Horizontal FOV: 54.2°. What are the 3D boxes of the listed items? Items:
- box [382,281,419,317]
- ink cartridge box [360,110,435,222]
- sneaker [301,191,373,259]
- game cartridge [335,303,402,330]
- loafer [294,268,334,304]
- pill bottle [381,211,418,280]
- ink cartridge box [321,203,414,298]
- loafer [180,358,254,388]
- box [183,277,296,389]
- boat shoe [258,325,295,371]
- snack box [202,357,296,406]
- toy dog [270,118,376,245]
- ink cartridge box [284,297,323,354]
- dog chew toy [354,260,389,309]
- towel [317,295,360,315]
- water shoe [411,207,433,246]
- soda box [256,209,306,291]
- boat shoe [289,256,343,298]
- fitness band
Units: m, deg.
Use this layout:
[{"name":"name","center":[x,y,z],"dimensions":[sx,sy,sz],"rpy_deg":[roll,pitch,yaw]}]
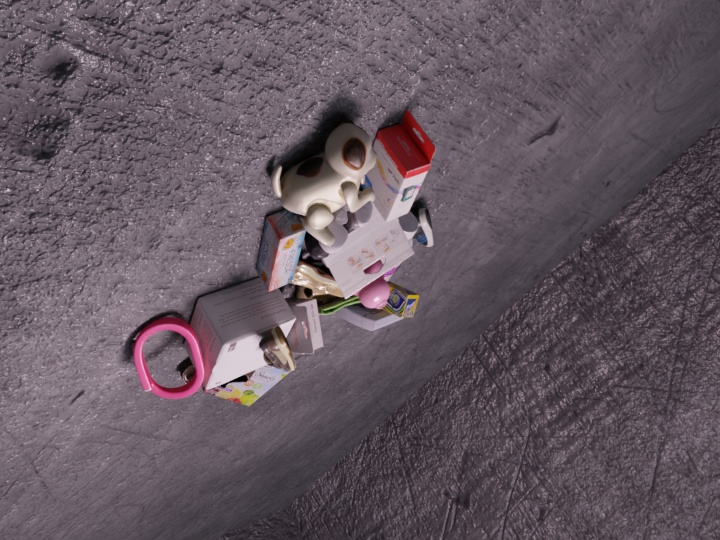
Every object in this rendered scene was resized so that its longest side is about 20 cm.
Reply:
[{"name":"box","center":[0.053,0.058,1.862],"dimensions":[0.069,0.196,0.066],"rpy_deg":[4,107,-58]},{"name":"ink cartridge box","center":[0.074,-0.214,1.453],"dimensions":[0.066,0.117,0.202],"rpy_deg":[-21,154,-29]},{"name":"sneaker","center":[-0.055,-0.094,1.496],"dimensions":[0.112,0.076,0.201],"rpy_deg":[-25,-162,43]},{"name":"game cartridge","center":[0.007,0.103,1.910],"dimensions":[0.131,0.198,0.043],"rpy_deg":[-21,122,-37]},{"name":"loafer","center":[-0.089,0.041,1.777],"dimensions":[0.196,0.076,0.069],"rpy_deg":[-3,127,-38]},{"name":"pill bottle","center":[0.064,-0.061,1.758],"dimensions":[0.110,0.113,0.202],"rpy_deg":[-15,150,-41]},{"name":"ink cartridge box","center":[0.001,-0.067,1.587],"dimensions":[0.197,0.179,0.045],"rpy_deg":[-32,-160,-8]},{"name":"loafer","center":[-0.352,0.248,1.724],"dimensions":[0.194,0.072,0.075],"rpy_deg":[-10,122,6]},{"name":"box","center":[-0.281,0.142,1.619],"dimensions":[0.196,0.132,0.200],"rpy_deg":[-19,154,-36]},{"name":"boat shoe","center":[-0.189,0.182,1.578],"dimensions":[0.063,0.075,0.201],"rpy_deg":[-21,153,-7]},{"name":"snack box","center":[-0.294,0.260,1.844],"dimensions":[0.199,0.069,0.167],"rpy_deg":[-41,137,21]},{"name":"toy dog","center":[-0.055,-0.188,1.324],"dimensions":[0.192,0.141,0.200],"rpy_deg":[34,116,-28]},{"name":"ink cartridge box","center":[-0.154,0.131,1.681],"dimensions":[0.066,0.120,0.197],"rpy_deg":[-15,-171,-38]},{"name":"dog chew toy","center":[0.000,0.000,1.656],"dimensions":[0.122,0.203,0.125],"rpy_deg":[-29,164,-10]},{"name":"towel","center":[-0.095,0.097,1.814],"dimensions":[0.147,0.032,0.198],"rpy_deg":[-20,-173,-34]},{"name":"water shoe","center":[0.151,-0.115,1.872],"dimensions":[0.076,0.074,0.200],"rpy_deg":[-8,161,7]},{"name":"soda box","center":[-0.172,-0.042,1.502],"dimensions":[0.067,0.064,0.202],"rpy_deg":[-23,156,-28]},{"name":"boat shoe","center":[-0.108,0.030,1.672],"dimensions":[0.198,0.071,0.077],"rpy_deg":[28,95,-39]},{"name":"fitness band","center":[-0.416,0.195,1.529],"dimensions":[0.139,0.038,0.205],"rpy_deg":[-12,120,-9]}]
